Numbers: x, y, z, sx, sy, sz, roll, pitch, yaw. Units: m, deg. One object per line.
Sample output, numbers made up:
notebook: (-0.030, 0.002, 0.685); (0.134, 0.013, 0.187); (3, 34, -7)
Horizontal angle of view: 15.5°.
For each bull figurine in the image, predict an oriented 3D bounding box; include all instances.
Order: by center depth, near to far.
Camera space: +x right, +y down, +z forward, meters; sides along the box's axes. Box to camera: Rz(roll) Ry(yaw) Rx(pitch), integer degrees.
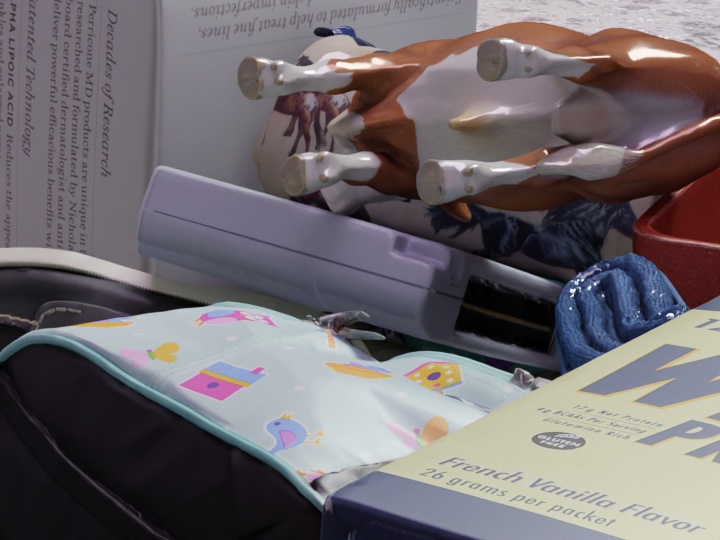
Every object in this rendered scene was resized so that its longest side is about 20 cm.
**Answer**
bull figurine: (0.036, -0.050, 0.909); (0.121, 0.065, 0.200); (-6, 0, -43)

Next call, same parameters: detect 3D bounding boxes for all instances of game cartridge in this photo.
game cartridge: (0.000, 0.000, 1.000); (0.133, 0.041, 0.200); (20, 1, 23)

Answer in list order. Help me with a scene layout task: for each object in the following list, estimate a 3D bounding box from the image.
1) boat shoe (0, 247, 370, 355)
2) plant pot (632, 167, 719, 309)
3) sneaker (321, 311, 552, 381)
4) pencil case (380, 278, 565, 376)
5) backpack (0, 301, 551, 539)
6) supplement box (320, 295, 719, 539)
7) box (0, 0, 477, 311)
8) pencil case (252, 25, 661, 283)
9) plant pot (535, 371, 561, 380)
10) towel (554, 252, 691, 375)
boat shoe: (-0.097, 0.040, 0.974); (0.199, 0.072, 0.068); (9, 48, 22)
plant pot: (0.205, 0.060, 0.923); (0.199, 0.177, 0.200); (10, 18, 18)
sneaker: (0.012, 0.052, 1.046); (0.199, 0.075, 0.081); (1, 51, -13)
pencil case: (0.098, -0.015, 1.135); (0.199, 0.093, 0.085); (-24, 17, 5)
backpack: (-0.023, 0.098, 0.752); (0.153, 0.177, 0.200); (-18, 28, -42)
supplement box: (0.092, 0.133, 0.623); (0.134, 0.201, 0.200); (15, 19, 29)
box: (-0.060, -0.050, 1.191); (0.198, 0.201, 0.130); (-13, 23, -43)
pencil case: (0.059, -0.044, 1.067); (0.199, 0.078, 0.089); (15, 38, 31)
plant pot: (0.155, 0.009, 1.182); (0.199, 0.028, 0.200); (-23, 17, 7)
towel: (0.118, 0.094, 0.791); (0.048, 0.200, 0.112); (-31, 11, 5)
